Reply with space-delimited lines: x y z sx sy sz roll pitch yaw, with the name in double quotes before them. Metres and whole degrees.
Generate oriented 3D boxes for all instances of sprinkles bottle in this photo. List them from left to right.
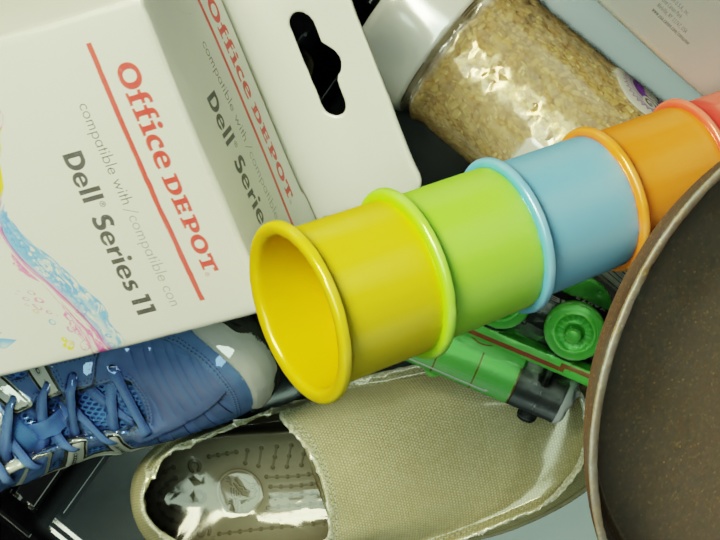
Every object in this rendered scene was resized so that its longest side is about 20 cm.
"sprinkles bottle" 0.090 -0.039 0.775 0.200 0.068 0.068 41 100 6

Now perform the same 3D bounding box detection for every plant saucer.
"plant saucer" 0.150 0.037 0.709 0.199 0.034 0.201 -10 111 -28

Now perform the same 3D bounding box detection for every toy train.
"toy train" 0.000 0.000 0.760 0.199 0.042 0.057 24 111 2

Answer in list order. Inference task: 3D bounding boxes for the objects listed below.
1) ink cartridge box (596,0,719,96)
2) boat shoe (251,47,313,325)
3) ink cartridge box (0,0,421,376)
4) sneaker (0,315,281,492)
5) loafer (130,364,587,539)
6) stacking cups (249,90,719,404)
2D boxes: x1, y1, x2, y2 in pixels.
"ink cartridge box" 0.121 -0.169 0.690 0.176 0.200 0.084 -47 52 9
"boat shoe" -0.046 -0.063 0.807 0.056 0.069 0.201 6 100 7
"ink cartridge box" -0.092 -0.037 0.705 0.199 0.067 0.118 -15 112 21
"sneaker" -0.117 0.051 0.789 0.199 0.077 0.076 -10 127 33
"loafer" 0.002 0.079 0.799 0.199 0.068 0.076 -16 90 12
"stacking cups" 0.062 -0.014 0.692 0.199 0.060 0.061 -19 89 -28
